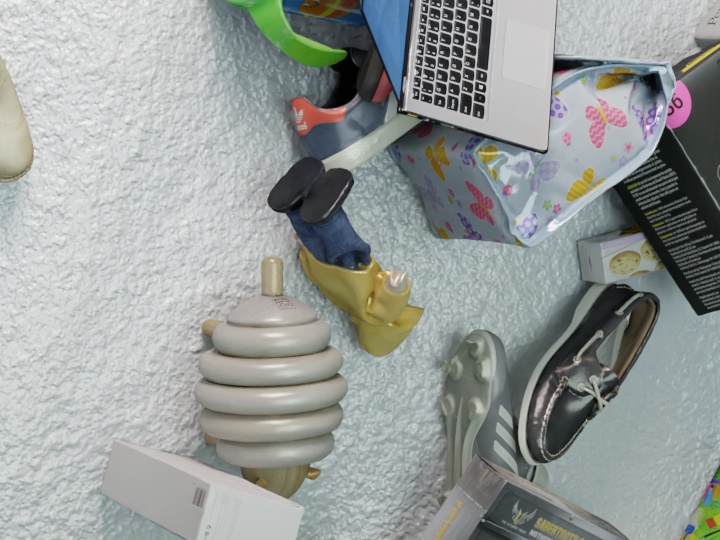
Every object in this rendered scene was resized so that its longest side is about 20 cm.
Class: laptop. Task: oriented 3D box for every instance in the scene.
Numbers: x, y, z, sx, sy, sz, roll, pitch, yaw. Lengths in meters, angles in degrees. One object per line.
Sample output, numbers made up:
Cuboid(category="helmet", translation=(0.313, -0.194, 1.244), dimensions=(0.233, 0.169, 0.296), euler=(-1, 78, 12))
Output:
Cuboid(category="laptop", translation=(0.081, -0.219, 1.485), dimensions=(0.198, 0.116, 0.189), euler=(15, 61, -15))

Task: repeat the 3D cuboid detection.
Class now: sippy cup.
Cuboid(category="sippy cup", translation=(-0.033, -0.259, 1.551), dimensions=(0.130, 0.139, 0.179), euler=(16, 101, -40))

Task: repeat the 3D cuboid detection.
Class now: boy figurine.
Cuboid(category="boy figurine", translation=(0.000, 0.000, 1.600), dimensions=(0.065, 0.124, 0.200), euler=(-51, 134, -19))

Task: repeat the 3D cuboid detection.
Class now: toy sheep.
Cuboid(category="toy sheep", translation=(-0.074, 0.089, 1.560), dimensions=(0.137, 0.138, 0.202), euler=(-9, 100, -27))

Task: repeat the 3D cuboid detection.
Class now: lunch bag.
Cuboid(category="lunch bag", translation=(0.149, -0.119, 1.636), dimensions=(0.199, 0.169, 0.128), euler=(-34, 107, -18))

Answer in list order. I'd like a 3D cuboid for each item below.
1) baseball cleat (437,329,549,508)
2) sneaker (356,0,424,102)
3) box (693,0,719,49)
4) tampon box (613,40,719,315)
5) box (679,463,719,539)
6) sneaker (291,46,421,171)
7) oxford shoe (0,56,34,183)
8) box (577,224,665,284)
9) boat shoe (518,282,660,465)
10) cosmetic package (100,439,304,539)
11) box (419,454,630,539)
Cuboid(category="baseball cleat", translation=(0.120, 0.148, 1.716), dimensions=(0.106, 0.070, 0.202), euler=(-2, 107, -34))
Cuboid(category="sneaker", translation=(0.069, -0.196, 1.577), dimensions=(0.086, 0.074, 0.200), euler=(33, 51, 5))
Cuboid(category="box", translation=(0.456, -0.227, 1.809), dimensions=(0.200, 0.130, 0.200), euler=(42, 76, -25))
Cuboid(category="tampon box", translation=(0.328, -0.089, 1.727), dimensions=(0.150, 0.126, 0.201), euler=(-36, 95, -25))
Cuboid(category="box", translation=(0.404, 0.278, 1.799), dimensions=(0.122, 0.200, 0.194), euler=(35, 80, -27))
Cuboid(category="sneaker", translation=(0.027, -0.163, 1.621), dimensions=(0.200, 0.075, 0.085), euler=(-37, 104, -24))
Cuboid(category="oxford shoe", translation=(-0.300, -0.152, 1.444), dimensions=(0.071, 0.074, 0.201), euler=(-36, 111, -20))
Cuboid(category="box", translation=(0.293, -0.029, 1.796), dimensions=(0.199, 0.039, 0.042), euler=(-13, 101, -26))
Cuboid(category="boat shoe", translation=(0.205, 0.092, 1.719), dimensions=(0.200, 0.060, 0.074), euler=(-54, 134, -33))
Cuboid(category="cosmetic package", translation=(-0.127, 0.179, 1.503), dimensions=(0.082, 0.200, 0.051), euler=(16, 88, -28))
Cuboid(category="box", translation=(0.131, 0.266, 1.695), dimensions=(0.199, 0.048, 0.159), euler=(29, 95, -41))
